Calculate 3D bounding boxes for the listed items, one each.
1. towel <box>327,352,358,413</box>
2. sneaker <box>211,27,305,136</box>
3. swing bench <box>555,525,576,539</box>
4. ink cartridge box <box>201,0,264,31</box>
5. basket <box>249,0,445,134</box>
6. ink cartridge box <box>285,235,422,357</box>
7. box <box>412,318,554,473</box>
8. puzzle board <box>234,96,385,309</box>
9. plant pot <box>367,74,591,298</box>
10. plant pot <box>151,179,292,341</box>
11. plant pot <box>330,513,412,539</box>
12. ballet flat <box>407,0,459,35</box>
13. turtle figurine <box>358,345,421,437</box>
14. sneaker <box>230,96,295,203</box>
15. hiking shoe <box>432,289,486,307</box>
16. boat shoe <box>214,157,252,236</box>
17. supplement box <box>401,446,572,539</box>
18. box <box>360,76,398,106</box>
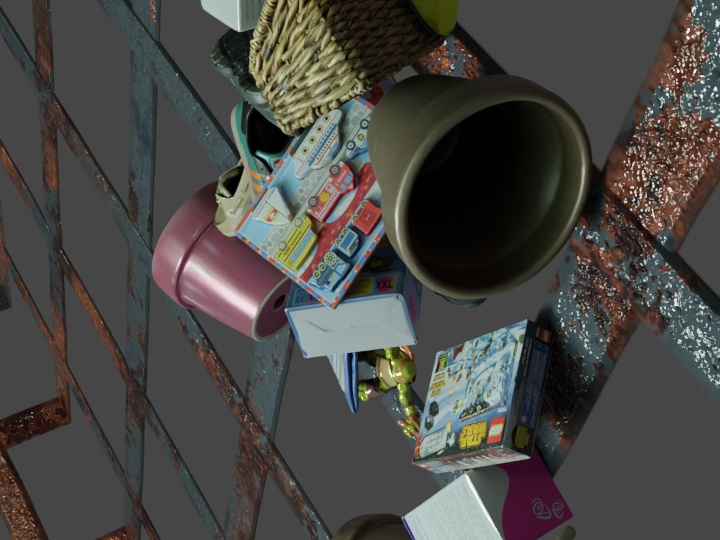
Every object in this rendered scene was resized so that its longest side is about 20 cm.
[{"bbox_3d":[-0.035,0.080,1.454,0.200,0.023,0.149,-120,25,-63],"label":"towel"},{"bbox_3d":[-0.111,-0.214,1.203,0.080,0.075,0.201,52,-174,-39],"label":"sneaker"},{"bbox_3d":[0.155,0.411,1.215,0.131,0.198,0.199,60,151,15],"label":"swing bench"},{"bbox_3d":[-0.066,-0.351,1.122,0.084,0.198,0.147,37,138,39],"label":"ink cartridge box"},{"bbox_3d":[-0.033,-0.240,1.066,0.141,0.200,0.150,-23,102,36],"label":"basket"},{"bbox_3d":[0.000,0.000,1.232,0.201,0.134,0.077,-80,-23,-53],"label":"ink cartridge box"},{"bbox_3d":[0.130,0.142,1.176,0.200,0.039,0.139,-30,42,62],"label":"box"},{"bbox_3d":[-0.029,-0.083,1.150,0.150,0.201,0.017,35,-178,21],"label":"puzzle board"},{"bbox_3d":[0.088,-0.100,1.013,0.175,0.197,0.203,-133,34,-53],"label":"plant pot"},{"bbox_3d":[-0.173,-0.001,1.568,0.178,0.199,0.202,38,141,21],"label":"plant pot"},{"bbox_3d":[0.071,0.412,1.411,0.173,0.199,0.203,-21,89,44],"label":"plant pot"},{"bbox_3d":[0.060,-0.334,1.056,0.067,0.066,0.203,-24,85,45],"label":"ballet flat"},{"bbox_3d":[0.034,0.118,1.388,0.202,0.064,0.161,64,160,-6],"label":"turtle figurine"},{"bbox_3d":[-0.098,-0.112,1.284,0.203,0.071,0.080,67,165,-6],"label":"sneaker"},{"bbox_3d":[0.092,-0.059,1.155,0.203,0.075,0.101,67,155,7],"label":"hiking shoe"},{"bbox_3d":[-0.157,-0.107,1.408,0.200,0.064,0.073,-37,44,55],"label":"boat shoe"},{"bbox_3d":[0.143,0.287,1.262,0.104,0.100,0.200,60,151,16],"label":"supplement box"},{"bbox_3d":[-0.052,-0.237,1.271,0.201,0.101,0.095,56,149,23],"label":"box"}]
